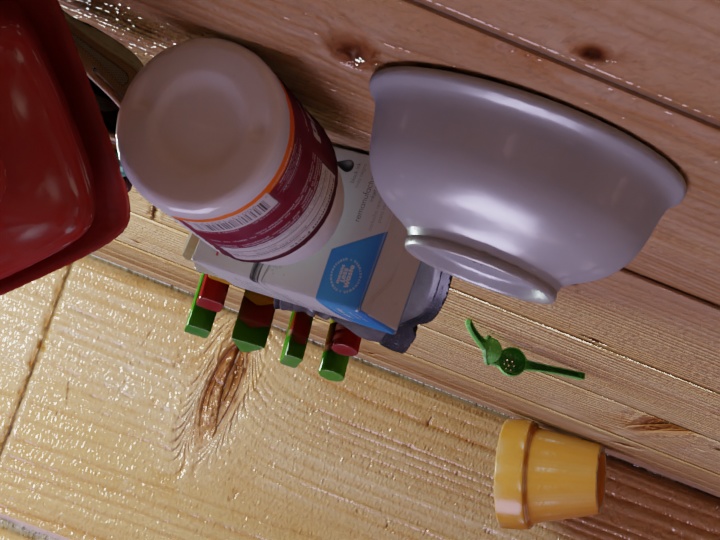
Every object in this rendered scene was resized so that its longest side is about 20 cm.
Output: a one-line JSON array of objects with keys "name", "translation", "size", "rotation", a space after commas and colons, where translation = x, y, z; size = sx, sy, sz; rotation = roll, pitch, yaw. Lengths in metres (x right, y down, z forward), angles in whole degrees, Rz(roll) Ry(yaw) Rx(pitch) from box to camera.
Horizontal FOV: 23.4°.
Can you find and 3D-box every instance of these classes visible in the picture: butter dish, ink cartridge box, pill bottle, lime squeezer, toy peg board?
[{"name": "butter dish", "translation": [-0.234, -0.063, 0.991], "size": [0.148, 0.198, 0.201], "rotation": [32, 144, 65]}, {"name": "ink cartridge box", "translation": [-0.049, -0.037, 1.323], "size": [0.198, 0.117, 0.068], "rotation": [15, 171, 32]}, {"name": "pill bottle", "translation": [-0.078, -0.070, 1.159], "size": [0.113, 0.115, 0.200], "rotation": [18, 173, 16]}, {"name": "lime squeezer", "translation": [0.178, 0.104, 2.107], "size": [0.199, 0.038, 0.070], "rotation": [26, 171, -33]}, {"name": "toy peg board", "translation": [-0.059, 0.012, 1.549], "size": [0.198, 0.099, 0.199], "rotation": [18, 156, -9]}]

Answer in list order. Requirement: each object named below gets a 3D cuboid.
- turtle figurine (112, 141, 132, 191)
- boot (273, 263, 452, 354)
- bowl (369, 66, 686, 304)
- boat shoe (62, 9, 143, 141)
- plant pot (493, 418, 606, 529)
[{"name": "turtle figurine", "translation": [-0.186, -0.100, 1.272], "size": [0.150, 0.101, 0.200], "rotation": [43, -165, 14]}, {"name": "boot", "translation": [0.000, 0.000, 1.404], "size": [0.130, 0.070, 0.200], "rotation": [18, 145, -8]}, {"name": "bowl", "translation": [0.084, -0.039, 1.026], "size": [0.199, 0.091, 0.201], "rotation": [21, 174, 2]}, {"name": "boat shoe", "translation": [-0.219, -0.141, 1.098], "size": [0.199, 0.072, 0.077], "rotation": [23, -150, -26]}, {"name": "plant pot", "translation": [0.353, 0.378, 3.186], "size": [0.181, 0.203, 0.200], "rotation": [2, 168, 16]}]
